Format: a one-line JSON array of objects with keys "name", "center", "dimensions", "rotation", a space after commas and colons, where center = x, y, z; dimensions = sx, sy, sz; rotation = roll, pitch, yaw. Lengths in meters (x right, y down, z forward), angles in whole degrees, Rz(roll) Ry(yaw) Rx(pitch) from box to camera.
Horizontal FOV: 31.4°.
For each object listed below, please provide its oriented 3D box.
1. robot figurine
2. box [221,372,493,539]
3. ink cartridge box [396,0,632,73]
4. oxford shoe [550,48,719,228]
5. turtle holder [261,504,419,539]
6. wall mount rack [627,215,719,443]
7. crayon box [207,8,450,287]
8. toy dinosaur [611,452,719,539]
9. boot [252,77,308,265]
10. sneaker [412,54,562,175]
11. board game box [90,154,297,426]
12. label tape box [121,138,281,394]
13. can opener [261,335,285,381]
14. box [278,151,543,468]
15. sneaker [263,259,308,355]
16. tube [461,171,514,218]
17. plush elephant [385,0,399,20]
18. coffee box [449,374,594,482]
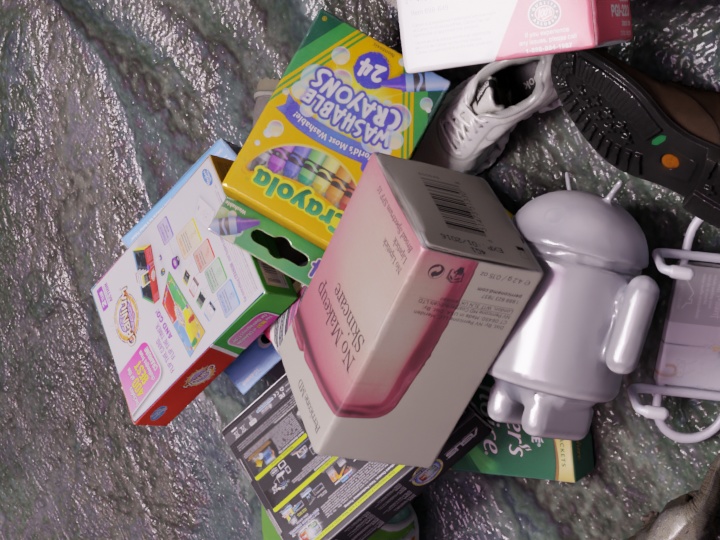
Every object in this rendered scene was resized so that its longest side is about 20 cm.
[{"name": "robot figurine", "center": [0.156, 0.026, 0.986], "dimensions": [0.169, 0.112, 0.203], "rotation": [17, 96, 49]}, {"name": "box", "center": [-0.007, 0.140, 1.112], "dimensions": [0.200, 0.044, 0.161], "rotation": [-42, 53, 5]}, {"name": "ink cartridge box", "center": [0.095, -0.243, 0.853], "dimensions": [0.144, 0.085, 0.203], "rotation": [-2, 101, 31]}, {"name": "oxford shoe", "center": [0.234, -0.112, 0.975], "dimensions": [0.199, 0.085, 0.073], "rotation": [37, 144, 7]}, {"name": "turtle holder", "center": [-0.029, 0.244, 1.214], "dimensions": [0.185, 0.130, 0.143], "rotation": [14, 107, 54]}, {"name": "wall mount rack", "center": [0.300, 0.056, 0.978], "dimensions": [0.171, 0.075, 0.203], "rotation": [6, 108, 0]}, {"name": "crayon box", "center": [-0.027, -0.094, 1.052], "dimensions": [0.125, 0.052, 0.202], "rotation": [28, 84, 1]}, {"name": "toy dinosaur", "center": [0.253, 0.216, 1.026], "dimensions": [0.200, 0.102, 0.077], "rotation": [-42, 77, 36]}, {"name": "boot", "center": [-0.045, -0.063, 1.145], "dimensions": [0.180, 0.072, 0.203], "rotation": [8, 80, 31]}, {"name": "sneaker", "center": [0.103, -0.134, 1.065], "dimensions": [0.199, 0.081, 0.076], "rotation": [-38, 81, 37]}, {"name": "board game box", "center": [-0.155, 0.020, 1.145], "dimensions": [0.200, 0.040, 0.154], "rotation": [-43, 56, 29]}, {"name": "label tape box", "center": [-0.114, -0.003, 1.229], "dimensions": [0.143, 0.066, 0.200], "rotation": [-43, 76, 9]}, {"name": "can opener", "center": [-0.121, 0.032, 1.278], "dimensions": [0.199, 0.053, 0.067], "rotation": [38, 124, 21]}, {"name": "box", "center": [0.032, 0.033, 0.982], "dimensions": [0.201, 0.108, 0.128], "rotation": [-63, 32, 28]}, {"name": "sneaker", "center": [0.000, 0.000, 1.101], "dimensions": [0.201, 0.080, 0.075], "rotation": [-53, 35, 6]}, {"name": "tube", "center": [0.149, 0.002, 1.083], "dimensions": [0.200, 0.050, 0.078], "rotation": [42, 144, 21]}, {"name": "plush elephant", "center": [0.055, -0.247, 1.014], "dimensions": [0.198, 0.165, 0.156], "rotation": [24, 75, 10]}, {"name": "coffee box", "center": [0.108, 0.117, 1.142], "dimensions": [0.198, 0.044, 0.125], "rotation": [2, 101, 35]}]
